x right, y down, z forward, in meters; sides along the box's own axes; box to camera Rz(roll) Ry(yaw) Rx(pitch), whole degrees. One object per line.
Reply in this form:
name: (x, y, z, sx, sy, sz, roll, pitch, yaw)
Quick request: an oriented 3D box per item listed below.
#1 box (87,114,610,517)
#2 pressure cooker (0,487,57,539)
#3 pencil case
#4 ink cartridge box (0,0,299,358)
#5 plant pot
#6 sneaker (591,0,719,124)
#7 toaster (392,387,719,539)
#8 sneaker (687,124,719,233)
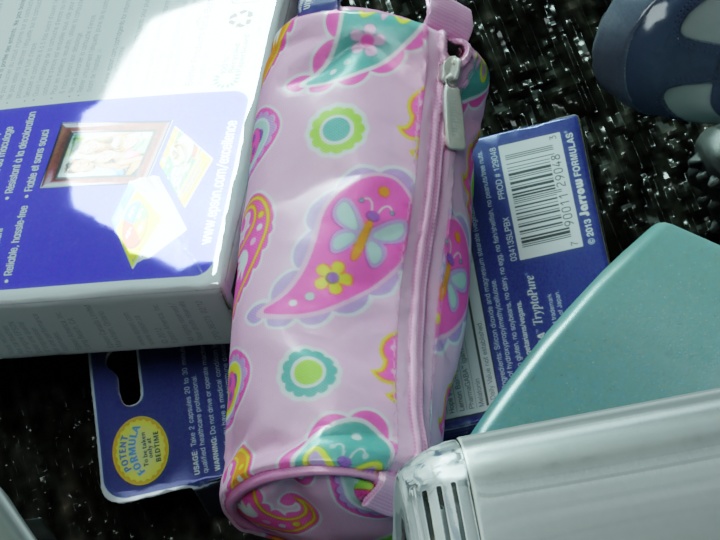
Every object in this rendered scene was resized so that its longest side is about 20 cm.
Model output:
box: (-0.003, 0.020, 1.086, 0.199, 0.032, 0.122, -12, 60, 6)
pressure cooker: (-0.173, 0.144, 0.974, 0.176, 0.179, 0.200, -37, 55, -5)
pencil case: (0.000, 0.000, 1.028, 0.087, 0.088, 0.201, 0, 63, 13)
ink cartridge box: (-0.126, -0.050, 1.121, 0.199, 0.043, 0.199, -2, 47, 14)
plant pot: (0.094, 0.099, 0.952, 0.141, 0.141, 0.200, 25, 65, 9)
sneaker: (0.180, -0.074, 1.017, 0.199, 0.070, 0.082, -5, 34, -27)
toaster: (0.081, 0.113, 0.803, 0.129, 0.114, 0.201, -7, 65, -5)
sneaker: (0.210, -0.001, 1.031, 0.200, 0.067, 0.090, 39, 74, 23)
